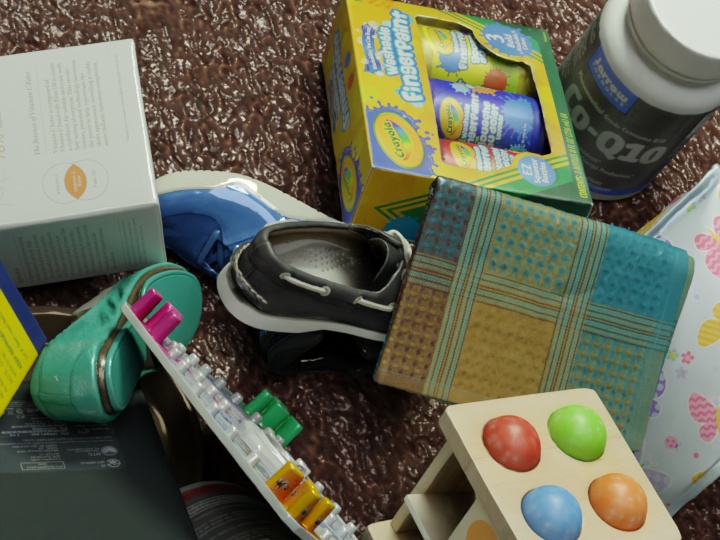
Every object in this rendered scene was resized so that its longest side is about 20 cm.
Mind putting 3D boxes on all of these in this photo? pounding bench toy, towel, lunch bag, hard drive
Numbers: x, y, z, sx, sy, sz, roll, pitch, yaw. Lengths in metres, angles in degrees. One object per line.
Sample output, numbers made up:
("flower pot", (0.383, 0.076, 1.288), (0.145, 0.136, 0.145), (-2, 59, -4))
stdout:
("pounding bench toy", (0.134, 0.164, 1.264), (0.198, 0.157, 0.125), (-5, 51, -35))
("towel", (0.118, 0.031, 1.294), (0.198, 0.022, 0.148), (16, 94, -18))
("lunch bag", (0.230, 0.055, 1.390), (0.200, 0.127, 0.170), (-42, 83, -7))
("hard drive", (-0.180, 0.131, 1.160), (0.138, 0.033, 0.200), (0, 28, -19))

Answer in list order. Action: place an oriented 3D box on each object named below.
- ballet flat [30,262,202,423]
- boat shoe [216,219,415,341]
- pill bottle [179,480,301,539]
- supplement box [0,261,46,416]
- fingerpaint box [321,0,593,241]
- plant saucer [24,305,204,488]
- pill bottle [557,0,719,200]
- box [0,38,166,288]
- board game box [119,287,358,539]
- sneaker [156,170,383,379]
("ballet flat", (-0.160, 0.042, 1.237), (0.070, 0.068, 0.200), (-3, 17, 14))
("boat shoe", (0.000, 0.000, 1.283), (0.199, 0.060, 0.074), (4, 51, -36))
("pill bottle", (-0.056, 0.216, 1.155), (0.115, 0.117, 0.200), (-18, 28, -26))
("supplement box", (-0.288, 0.072, 1.119), (0.109, 0.109, 0.201), (1, 44, 28))
("fingerpaint box", (0.066, -0.104, 1.406), (0.165, 0.074, 0.201), (9, 43, -15))
("plant saucer", (-0.200, 0.119, 1.259), (0.198, 0.029, 0.202), (9, 62, -17))
("pill bottle", (0.213, -0.146, 1.440), (0.113, 0.200, 0.115), (8, 62, -15))
("box", (-0.235, -0.062, 1.268), (0.198, 0.098, 0.126), (-8, 67, -6))
("board game box", (-0.047, 0.114, 1.194), (0.026, 0.200, 0.200), (-42, 55, 0))
("sneaker", (-0.065, 0.010, 1.334), (0.198, 0.077, 0.112), (21, 50, -16))
